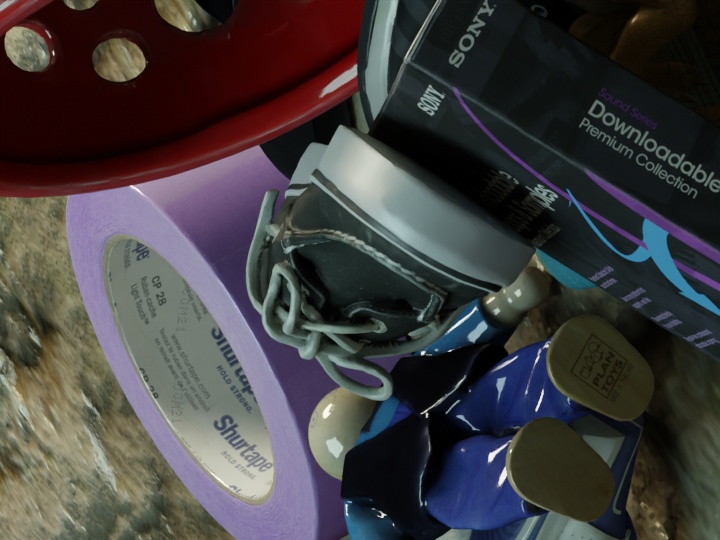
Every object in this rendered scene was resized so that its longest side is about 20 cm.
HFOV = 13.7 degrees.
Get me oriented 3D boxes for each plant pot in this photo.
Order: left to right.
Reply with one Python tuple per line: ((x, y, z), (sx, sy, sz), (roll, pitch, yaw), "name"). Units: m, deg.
((-0.085, -0.147, 1.026), (0.200, 0.200, 0.183), (115, 139, -63), "plant pot")

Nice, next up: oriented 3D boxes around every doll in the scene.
((0.038, 0.057, 1.115), (0.048, 0.137, 0.200), (30, 162, -20), "doll")

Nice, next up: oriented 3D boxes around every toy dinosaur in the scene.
((0.072, -0.091, 0.871), (0.199, 0.060, 0.106), (-4, 119, 20), "toy dinosaur")

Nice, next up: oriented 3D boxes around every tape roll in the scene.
((-0.053, 0.031, 1.352), (0.200, 0.066, 0.200), (47, 154, 31), "tape roll")

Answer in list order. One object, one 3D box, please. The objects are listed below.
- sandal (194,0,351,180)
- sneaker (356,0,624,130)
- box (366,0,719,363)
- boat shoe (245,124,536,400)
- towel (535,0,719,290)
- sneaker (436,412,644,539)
((-0.045, -0.113, 1.187), (0.076, 0.043, 0.200), (33, 145, 48), "sandal")
((0.048, -0.083, 0.940), (0.083, 0.072, 0.200), (38, 149, 36), "sneaker")
((0.097, -0.009, 0.873), (0.200, 0.036, 0.143), (33, 172, 0), "box")
((-0.002, -0.002, 0.941), (0.074, 0.068, 0.199), (33, 176, -14), "boat shoe")
((0.087, -0.065, 0.997), (0.147, 0.022, 0.200), (63, 157, -7), "towel")
((0.086, 0.137, 1.171), (0.081, 0.115, 0.200), (-121, 45, -60), "sneaker")
